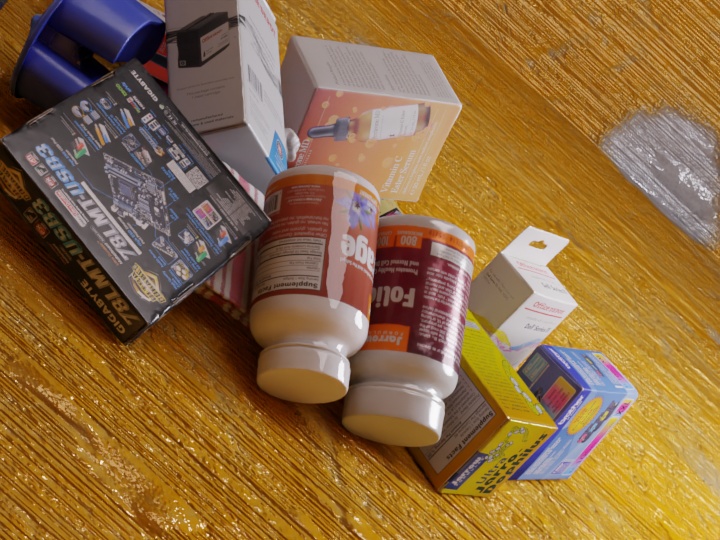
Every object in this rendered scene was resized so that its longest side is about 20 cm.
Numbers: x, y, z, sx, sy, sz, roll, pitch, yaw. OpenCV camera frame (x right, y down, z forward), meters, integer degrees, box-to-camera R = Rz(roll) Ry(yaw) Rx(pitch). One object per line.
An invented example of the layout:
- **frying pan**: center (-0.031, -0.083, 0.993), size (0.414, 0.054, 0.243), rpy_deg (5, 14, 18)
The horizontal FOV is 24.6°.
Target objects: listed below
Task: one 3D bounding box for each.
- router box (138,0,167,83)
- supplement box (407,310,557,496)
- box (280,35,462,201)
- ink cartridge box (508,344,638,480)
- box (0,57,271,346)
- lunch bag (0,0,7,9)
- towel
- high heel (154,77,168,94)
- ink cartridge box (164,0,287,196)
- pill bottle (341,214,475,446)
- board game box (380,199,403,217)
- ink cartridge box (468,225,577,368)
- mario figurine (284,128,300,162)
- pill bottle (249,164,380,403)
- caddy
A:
- **router box**: center (-0.243, -0.261, 1.830), size (0.178, 0.049, 0.200), rpy_deg (26, 10, -21)
- **supplement box**: center (0.088, 0.119, 1.687), size (0.109, 0.109, 0.201), rpy_deg (15, 33, -54)
- **box**: center (-0.005, -0.180, 1.988), size (0.198, 0.153, 0.107), rpy_deg (3, 40, -28)
- **ink cartridge box**: center (0.205, 0.157, 1.802), size (0.076, 0.137, 0.199), rpy_deg (46, 18, 28)
- **box**: center (-0.200, -0.065, 1.437), size (0.200, 0.050, 0.198), rpy_deg (50, 42, -3)
- **lunch bag**: center (-0.399, -0.299, 1.493), size (0.122, 0.171, 0.200), rpy_deg (48, 15, 22)
- **towel**: center (-0.108, -0.013, 1.584), size (0.200, 0.030, 0.148), rpy_deg (40, 42, -42)
- **high heel**: center (-0.177, -0.180, 1.856), size (0.199, 0.067, 0.097), rpy_deg (6, 51, -57)
- **ink cartridge box**: center (-0.134, -0.190, 1.648), size (0.145, 0.083, 0.202), rpy_deg (58, 24, -62)
- **pill bottle**: center (0.043, 0.059, 1.584), size (0.114, 0.114, 0.202), rpy_deg (27, 62, -39)
- **board game box**: center (0.015, -0.059, 2.051), size (0.135, 0.035, 0.201), rpy_deg (22, 28, -48)
- **ink cartridge box**: center (0.163, 0.049, 1.852), size (0.117, 0.200, 0.067), rpy_deg (13, 34, -56)
- **mario figurine**: center (-0.106, -0.099, 1.752), size (0.199, 0.125, 0.106), rpy_deg (21, 1, -37)
- **pill bottle**: center (-0.043, 0.014, 1.528), size (0.112, 0.112, 0.202), rpy_deg (27, 58, -39)
- **caddy**: center (-0.271, -0.217, 1.602), size (0.104, 0.142, 0.200), rpy_deg (33, 7, 0)
